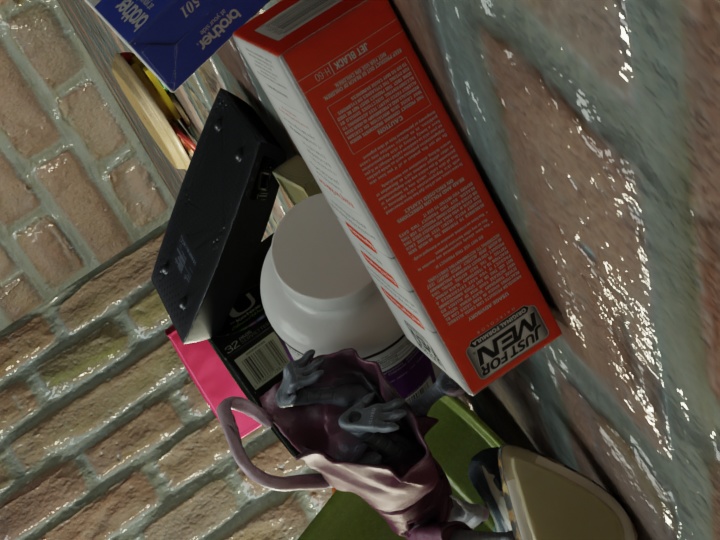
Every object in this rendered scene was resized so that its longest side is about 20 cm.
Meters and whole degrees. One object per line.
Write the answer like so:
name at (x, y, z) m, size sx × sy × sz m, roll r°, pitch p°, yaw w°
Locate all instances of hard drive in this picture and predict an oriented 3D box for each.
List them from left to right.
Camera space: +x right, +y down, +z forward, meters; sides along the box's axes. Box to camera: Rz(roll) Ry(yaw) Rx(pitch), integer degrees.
hard drive at (-0.127, -0.047, 1.295) m, size 0.042 × 0.201 × 0.135 m, roll 11°, pitch -157°, yaw -29°

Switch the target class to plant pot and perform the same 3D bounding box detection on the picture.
plant pot at (0.040, 0.215, 1.117) m, size 0.200 × 0.190 × 0.200 m, roll 45°, pitch 169°, yaw 11°

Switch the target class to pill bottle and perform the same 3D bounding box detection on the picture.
pill bottle at (-0.004, 0.027, 0.994) m, size 0.113 × 0.112 × 0.200 m, roll 53°, pitch 172°, yaw 27°

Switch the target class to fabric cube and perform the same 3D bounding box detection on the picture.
fabric cube at (-0.180, 0.132, 2.332) m, size 0.200 × 0.199 × 0.196 m, roll 59°, pitch 174°, yaw -4°

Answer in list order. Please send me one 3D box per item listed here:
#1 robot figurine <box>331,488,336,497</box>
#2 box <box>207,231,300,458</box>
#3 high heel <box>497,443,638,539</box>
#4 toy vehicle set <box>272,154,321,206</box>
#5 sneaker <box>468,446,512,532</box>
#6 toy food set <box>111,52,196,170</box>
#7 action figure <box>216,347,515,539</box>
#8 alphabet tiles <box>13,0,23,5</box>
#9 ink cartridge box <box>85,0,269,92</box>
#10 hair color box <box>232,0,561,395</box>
robot figurine at (0.051, 0.206, 1.341) m, size 0.200 × 0.144 × 0.117 m, roll 45°, pitch -170°, yaw -27°
box at (-0.060, 0.057, 1.365) m, size 0.125 × 0.148 × 0.200 m, roll 57°, pitch 173°, yaw -21°
high heel at (0.142, 0.193, 0.919) m, size 0.200 × 0.071 × 0.143 m, roll 51°, pitch 172°, yaw 4°
toy vehicle set at (0.000, 0.000, 1.196) m, size 0.201 × 0.026 × 0.124 m, roll 59°, pitch 173°, yaw -17°
sneaker at (0.120, 0.221, 1.009) m, size 0.201 × 0.086 × 0.078 m, roll 60°, pitch -151°, yaw 1°
toy food set at (-0.282, -0.222, 2.032) m, size 0.201 × 0.049 × 0.198 m, roll 61°, pitch 172°, yaw -27°
action figure at (0.022, 0.140, 0.931) m, size 0.200 × 0.148 × 0.134 m, roll 55°, pitch -169°, yaw -48°
alphabet tiles at (-0.225, -0.287, 0.988) m, size 0.006 × 0.167 × 0.200 m, roll 5°, pitch -142°, yaw -48°
ink cartridge box at (-0.124, -0.185, 0.916) m, size 0.044 × 0.094 × 0.200 m, roll 47°, pitch 180°, yaw -33°
hair color box at (0.018, -0.044, 0.735) m, size 0.201 × 0.061 × 0.101 m, roll 61°, pitch 172°, yaw -23°
